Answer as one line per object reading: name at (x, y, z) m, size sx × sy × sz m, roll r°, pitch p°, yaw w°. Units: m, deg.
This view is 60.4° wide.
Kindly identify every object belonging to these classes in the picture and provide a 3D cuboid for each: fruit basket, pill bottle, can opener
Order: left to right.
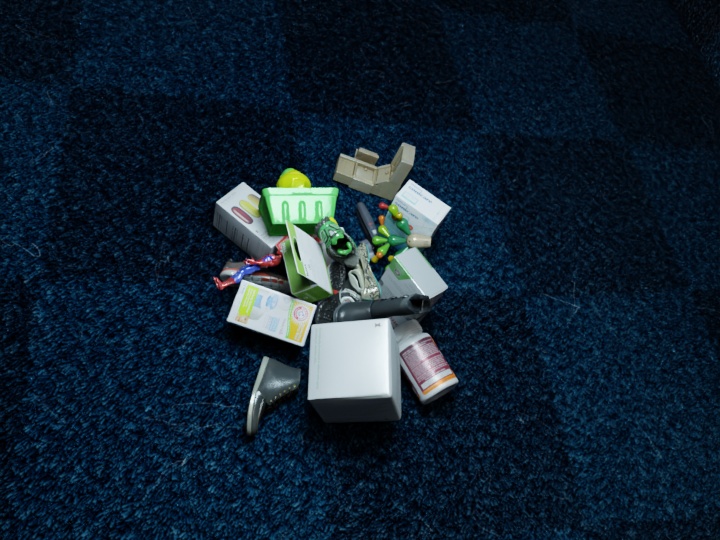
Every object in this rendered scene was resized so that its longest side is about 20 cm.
fruit basket at (-0.169, -0.198, 1.642) m, size 0.215 × 0.156 × 0.216 m, roll 4°, pitch 72°, yaw -13°
can opener at (0.026, -0.120, 1.827) m, size 0.078 × 0.063 × 0.201 m, roll -6°, pitch 62°, yaw -20°
pill bottle at (0.158, 0.236, 1.617) m, size 0.114 × 0.114 × 0.200 m, roll -20°, pitch 68°, yaw -27°

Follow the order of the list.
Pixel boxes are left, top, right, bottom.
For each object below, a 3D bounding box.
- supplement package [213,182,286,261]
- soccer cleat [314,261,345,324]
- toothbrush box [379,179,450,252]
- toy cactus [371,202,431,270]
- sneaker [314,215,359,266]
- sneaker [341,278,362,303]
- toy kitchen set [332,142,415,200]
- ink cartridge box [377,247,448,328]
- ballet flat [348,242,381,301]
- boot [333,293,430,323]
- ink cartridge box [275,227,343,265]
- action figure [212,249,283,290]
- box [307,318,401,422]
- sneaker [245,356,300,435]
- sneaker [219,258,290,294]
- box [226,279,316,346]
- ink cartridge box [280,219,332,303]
supplement package at (-0.292, -0.124, 1.700) m, size 0.200 × 0.110 × 0.114 m, roll 38°, pitch 55°, yaw 8°
soccer cleat at (-0.087, 0.075, 1.620) m, size 0.068 × 0.073 × 0.201 m, roll 22°, pitch 63°, yaw -27°
toothbrush box at (0.152, -0.142, 1.798) m, size 0.146 × 0.200 × 0.085 m, roll 36°, pitch 55°, yaw 6°
toy cactus at (0.114, -0.087, 1.725) m, size 0.164 × 0.102 × 0.201 m, roll 3°, pitch 92°, yaw 5°
sneaker at (-0.051, -0.056, 1.606) m, size 0.078 × 0.200 × 0.085 m, roll -42°, pitch 58°, yaw 1°
sneaker at (-0.030, 0.093, 1.664) m, size 0.074 × 0.089 × 0.201 m, roll 17°, pitch 54°, yaw -5°
toy kitchen set at (0.045, -0.357, 1.908) m, size 0.199 × 0.181 × 0.164 m, roll 18°, pitch 54°, yaw -11°
ink cartridge box at (0.126, 0.057, 1.668) m, size 0.084 × 0.200 × 0.146 m, roll -26°, pitch 70°, yaw -33°
ballet flat at (0.000, 0.000, 1.709) m, size 0.075 × 0.068 × 0.200 m, roll 0°, pitch 52°, yaw -20°
boot at (0.053, 0.101, 1.547) m, size 0.165 × 0.200 × 0.066 m, roll -17°, pitch 98°, yaw -46°
ink cartridge box at (-0.118, -0.058, 1.696) m, size 0.200 × 0.045 × 0.177 m, roll -49°, pitch 123°, yaw -34°
action figure at (-0.275, -0.010, 1.577) m, size 0.199 × 0.065 × 0.052 m, roll -23°, pitch 96°, yaw -20°
box at (-0.010, 0.245, 1.489) m, size 0.199 × 0.172 × 0.200 m, roll -5°, pitch 58°, yaw 9°
sneaker at (-0.207, 0.305, 1.480) m, size 0.106 × 0.075 × 0.201 m, roll 15°, pitch 55°, yaw -5°
sneaker at (-0.270, 0.006, 1.651) m, size 0.199 × 0.077 × 0.082 m, roll 13°, pitch 50°, yaw -11°
box at (-0.221, 0.111, 1.561) m, size 0.199 × 0.101 × 0.113 m, roll 20°, pitch 80°, yaw -5°
ink cartridge box at (-0.152, -0.019, 1.512) m, size 0.076 × 0.200 × 0.148 m, roll -21°, pitch 67°, yaw 15°
